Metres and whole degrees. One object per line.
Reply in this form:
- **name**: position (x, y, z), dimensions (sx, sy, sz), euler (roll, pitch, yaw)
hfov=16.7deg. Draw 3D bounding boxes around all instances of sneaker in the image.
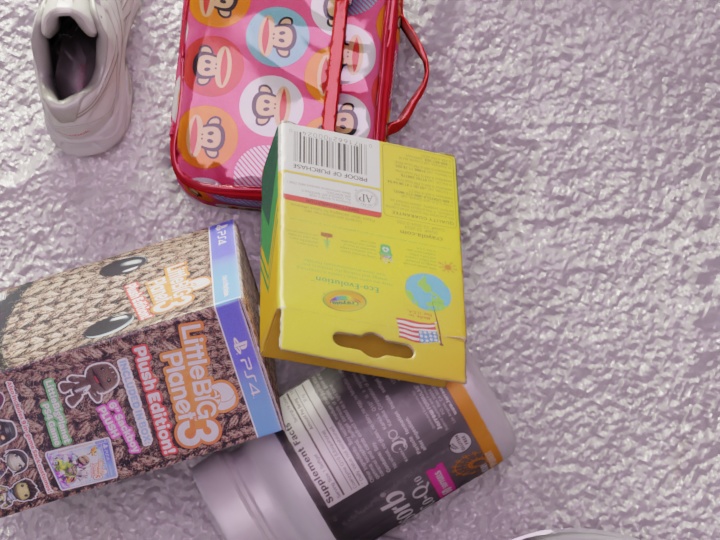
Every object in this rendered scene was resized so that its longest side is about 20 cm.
- **sneaker**: position (-0.194, -0.188, 1.718), dimensions (0.077, 0.099, 0.202), euler (-5, 78, 4)

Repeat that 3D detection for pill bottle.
- **pill bottle**: position (-0.005, 0.121, 1.634), dimensions (0.199, 0.116, 0.117), euler (-31, 78, -1)

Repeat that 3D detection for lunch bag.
- **lunch bag**: position (-0.040, -0.138, 1.710), dimensions (0.175, 0.082, 0.202), euler (5, 81, 2)

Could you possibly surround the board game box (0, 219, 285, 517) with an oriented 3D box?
- **board game box**: position (-0.160, 0.062, 1.624), dimensions (0.198, 0.160, 0.098), euler (-17, 110, 1)

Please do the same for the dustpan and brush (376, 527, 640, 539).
- **dustpan and brush**: position (0.098, 0.219, 1.644), dimensions (0.199, 0.057, 0.140), euler (23, 80, 2)

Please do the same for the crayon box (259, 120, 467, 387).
- **crayon box**: position (0.000, 0.000, 1.579), dimensions (0.126, 0.051, 0.201), euler (11, 45, -12)
